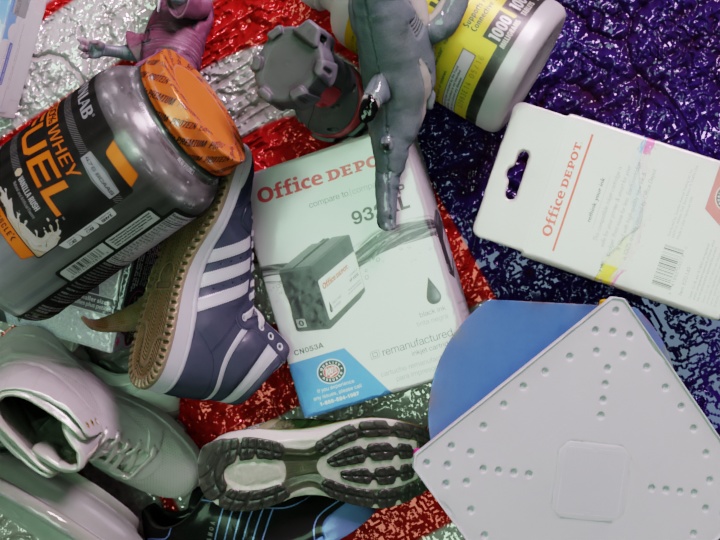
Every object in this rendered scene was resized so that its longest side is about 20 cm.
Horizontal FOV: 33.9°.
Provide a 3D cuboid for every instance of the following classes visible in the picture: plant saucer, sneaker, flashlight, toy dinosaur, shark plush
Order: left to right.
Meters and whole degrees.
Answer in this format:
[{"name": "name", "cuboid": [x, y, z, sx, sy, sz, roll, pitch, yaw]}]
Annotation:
[{"name": "sneaker", "cuboid": [-0.252, 0.110, 1.011, 0.199, 0.074, 0.089, -9, 87, -1]}, {"name": "plant saucer", "cuboid": [-0.237, 0.198, 0.963, 0.200, 0.200, 0.050, 29, 68, 9]}, {"name": "sneaker", "cuboid": [-0.204, 0.137, 0.910, 0.200, 0.116, 0.074, 39, 103, -21]}, {"name": "toy dinosaur", "cuboid": [-0.152, 0.037, 0.958, 0.058, 0.200, 0.102, 3, 112, 41]}, {"name": "sneaker", "cuboid": [-0.099, 0.007, 0.913, 0.070, 0.108, 0.201, 8, 78, 53]}, {"name": "sneaker", "cuboid": [-0.090, 0.205, 0.982, 0.199, 0.070, 0.078, -21, 92, 10]}, {"name": "flashlight", "cuboid": [-0.036, -0.137, 0.900, 0.068, 0.200, 0.068, -10, 90, 11]}, {"name": "sneaker", "cuboid": [-0.031, 0.143, 0.964, 0.199, 0.089, 0.077, 1, 105, -5]}, {"name": "shark plush", "cuboid": [0.010, -0.131, 0.858, 0.090, 0.083, 0.201, 19, 115, 14]}]

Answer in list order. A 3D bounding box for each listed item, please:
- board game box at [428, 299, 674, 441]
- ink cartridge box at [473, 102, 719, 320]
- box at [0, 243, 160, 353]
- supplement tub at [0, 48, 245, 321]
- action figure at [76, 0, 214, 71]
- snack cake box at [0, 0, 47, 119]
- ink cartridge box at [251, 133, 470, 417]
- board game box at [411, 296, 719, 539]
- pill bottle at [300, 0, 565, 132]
[{"name": "board game box", "cuboid": [0.144, 0.103, 0.910, 0.199, 0.039, 0.159, 3, 92, -11]}, {"name": "ink cartridge box", "cuboid": [0.199, -0.048, 0.926, 0.199, 0.067, 0.117, 20, 94, 8]}, {"name": "box", "cuboid": [-0.264, -0.019, 0.986, 0.199, 0.115, 0.133, 15, 93, 10]}, {"name": "supplement tub", "cuboid": [-0.189, -0.063, 0.849, 0.200, 0.123, 0.123, -34, 85, 12]}, {"name": "action figure", "cuboid": [-0.150, -0.175, 0.969, 0.148, 0.134, 0.201, 22, 67, -23]}, {"name": "snack cake box", "cuboid": [-0.387, -0.216, 1.029, 0.199, 0.067, 0.116, 17, 95, 9]}, {"name": "ink cartridge box", "cuboid": [0.000, 0.000, 0.954, 0.144, 0.084, 0.201, -17, 88, 11]}, {"name": "board game box", "cuboid": [0.168, 0.155, 0.882, 0.200, 0.026, 0.200, -37, 99, -7]}, {"name": "pill bottle", "cuboid": [0.050, -0.204, 0.927, 0.200, 0.112, 0.113, 32, 96, 8]}]
